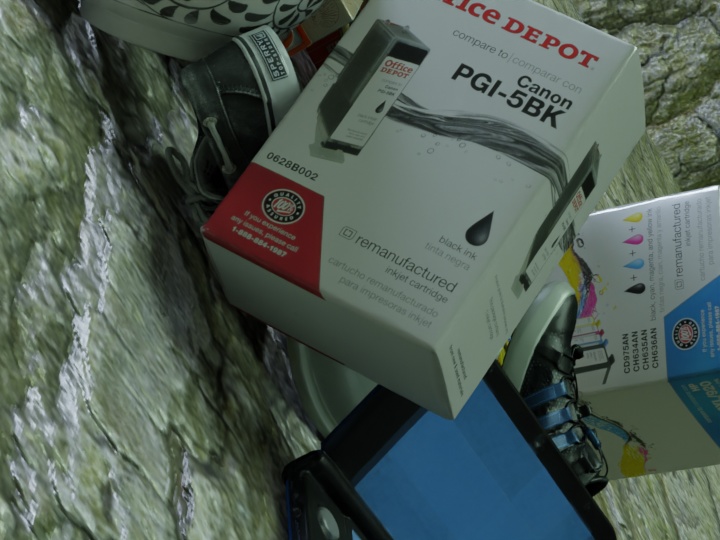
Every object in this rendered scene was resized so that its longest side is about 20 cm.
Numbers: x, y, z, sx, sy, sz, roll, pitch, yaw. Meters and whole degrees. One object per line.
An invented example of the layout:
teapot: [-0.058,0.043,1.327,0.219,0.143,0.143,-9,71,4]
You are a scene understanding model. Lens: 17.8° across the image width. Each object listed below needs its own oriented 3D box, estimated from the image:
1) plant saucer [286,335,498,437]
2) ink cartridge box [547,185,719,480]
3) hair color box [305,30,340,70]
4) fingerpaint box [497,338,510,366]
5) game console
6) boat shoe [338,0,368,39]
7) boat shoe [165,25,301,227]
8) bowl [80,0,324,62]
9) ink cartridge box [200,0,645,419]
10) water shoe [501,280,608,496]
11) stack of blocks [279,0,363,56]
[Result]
plant saucer: [0.039,0.013,1.306,0.200,0.050,0.201,-17,112,-48]
ink cartridge box: [0.183,0.052,1.625,0.145,0.199,0.148,46,39,-52]
hair color box: [-0.038,-0.236,1.581,0.201,0.064,0.111,63,16,-4]
fingerpaint box: [0.029,0.003,1.485,0.201,0.073,0.167,64,14,7]
game console: [0.058,0.160,1.195,0.200,0.118,0.171,53,16,-31]
boat shoe: [0.048,-0.104,1.473,0.201,0.067,0.072,63,15,18]
boat shoe: [-0.066,-0.053,1.257,0.200,0.068,0.074,90,-26,-64]
bowl: [-0.097,-0.170,1.247,0.200,0.095,0.201,18,14,-5]
ink cartridge box: [0.036,-0.049,1.179,0.146,0.200,0.083,26,-22,22]
water shoe: [0.118,0.108,1.409,0.072,0.078,0.201,50,55,-72]
stack of blocks: [-0.056,-0.174,1.432,0.059,0.115,0.200,58,15,-13]
